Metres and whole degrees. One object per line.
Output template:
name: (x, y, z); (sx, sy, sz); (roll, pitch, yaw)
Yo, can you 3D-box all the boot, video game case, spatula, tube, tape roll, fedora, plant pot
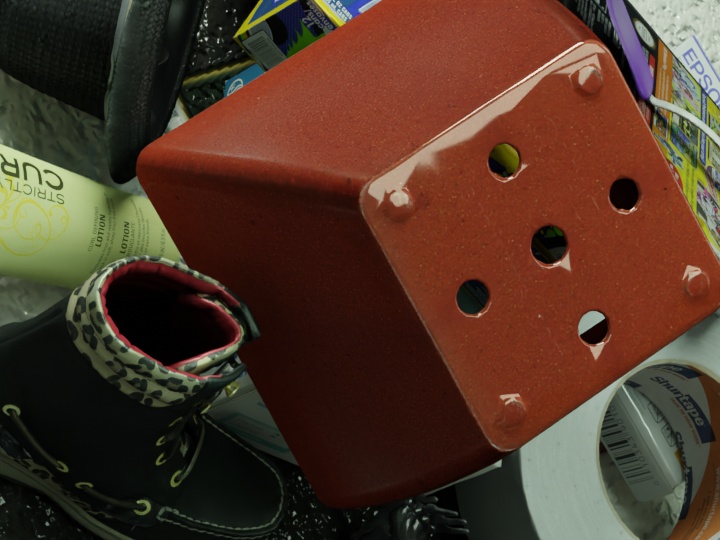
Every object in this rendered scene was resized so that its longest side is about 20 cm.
boot: (-0.086, 0.067, 1.317); (0.203, 0.154, 0.074); (27, 56, -29)
video game case: (0.158, -0.074, 1.532); (0.181, 0.025, 0.200); (48, 22, -14)
spatula: (0.182, -0.067, 1.506); (0.200, 0.021, 0.057); (52, 17, -6)
tube: (-0.164, -0.026, 1.328); (0.200, 0.052, 0.058); (18, 36, -51)
tape roll: (0.149, 0.103, 1.509); (0.200, 0.066, 0.201); (6, 77, -29)
fedora: (-0.127, -0.143, 1.396); (0.091, 0.201, 0.201); (14, 58, 1)
plant pot: (0.048, -0.014, 1.296); (0.200, 0.176, 0.200); (-33, 104, -16)

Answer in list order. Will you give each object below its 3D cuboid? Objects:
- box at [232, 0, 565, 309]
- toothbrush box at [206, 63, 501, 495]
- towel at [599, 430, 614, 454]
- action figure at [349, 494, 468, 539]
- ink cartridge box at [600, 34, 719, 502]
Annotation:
box: (0.033, -0.075, 1.427); (0.200, 0.064, 0.070); (47, 48, -18)
toothbrush box: (0.000, 0.000, 1.469); (0.146, 0.085, 0.201); (24, 57, -33)
towel: (0.147, -0.005, 1.644); (0.144, 0.023, 0.201); (-16, 83, -43)
action figure: (0.014, 0.202, 1.386); (0.119, 0.102, 0.200); (51, 44, -28)
ink cartridge box: (0.173, -0.004, 1.623); (0.200, 0.043, 0.198); (-37, 99, -38)
